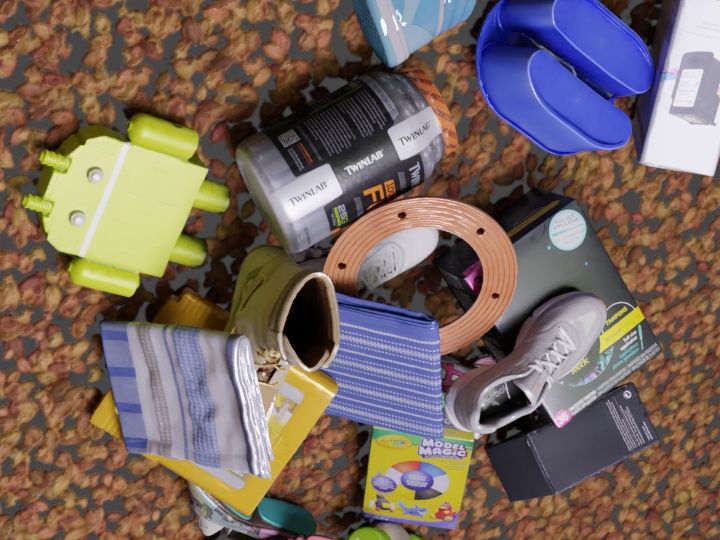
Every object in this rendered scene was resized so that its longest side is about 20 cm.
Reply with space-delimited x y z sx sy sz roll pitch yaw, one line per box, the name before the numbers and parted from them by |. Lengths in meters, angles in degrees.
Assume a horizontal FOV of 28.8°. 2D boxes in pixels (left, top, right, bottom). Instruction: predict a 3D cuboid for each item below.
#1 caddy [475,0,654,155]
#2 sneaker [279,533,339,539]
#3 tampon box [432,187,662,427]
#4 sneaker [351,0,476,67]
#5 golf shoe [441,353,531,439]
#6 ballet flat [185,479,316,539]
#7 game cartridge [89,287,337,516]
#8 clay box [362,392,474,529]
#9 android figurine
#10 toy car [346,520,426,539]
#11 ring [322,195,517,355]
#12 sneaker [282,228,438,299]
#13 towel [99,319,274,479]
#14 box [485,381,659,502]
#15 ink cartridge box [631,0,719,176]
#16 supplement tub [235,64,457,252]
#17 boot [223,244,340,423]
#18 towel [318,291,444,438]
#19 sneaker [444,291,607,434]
caddy | 0.207 -0.204 1.454 0.199 0.105 0.143 31 79 -32
sneaker | -0.105 0.347 1.556 0.198 0.088 0.074 -14 152 27
tampon box | 0.203 0.037 1.531 0.149 0.126 0.201 -35 105 -6
sneaker | 0.048 -0.304 1.334 0.130 0.080 0.201 -27 135 -9
golf shoe | 0.108 0.146 1.595 0.198 0.093 0.073 -2 141 -24
ballet flat | -0.136 0.273 1.569 0.071 0.070 0.199 -40 130 23
game cartridge | -0.151 0.136 1.449 0.199 0.032 0.177 32 104 -13
clay box | 0.065 0.212 1.581 0.113 0.048 0.201 7 137 2
android figurine | -0.226 -0.065 1.347 0.199 0.041 0.183 17 108 -35
toy car | -0.013 0.400 1.654 0.199 0.159 0.164 -27 158 15
ring | 0.059 0.007 1.412 0.198 0.019 0.202 -2 126 -3
sneaker | 0.000 0.000 1.474 0.198 0.081 0.076 -22 123 -17
towel | -0.172 0.123 1.360 0.024 0.198 0.149 -29 116 -48
box | 0.242 0.204 1.638 0.140 0.200 0.080 -22 83 -12
ink cartridge box | 0.352 -0.220 1.482 0.082 0.146 0.202 11 115 2
supplement tub | -0.012 -0.114 1.377 0.199 0.123 0.123 -30 126 -9
boot | -0.081 0.085 1.342 0.072 0.155 0.202 12 95 -25
towel | 0.016 0.097 1.439 0.201 0.143 0.024 84 24 -49
sneaker | 0.180 0.101 1.423 0.200 0.092 0.076 -41 104 -5
